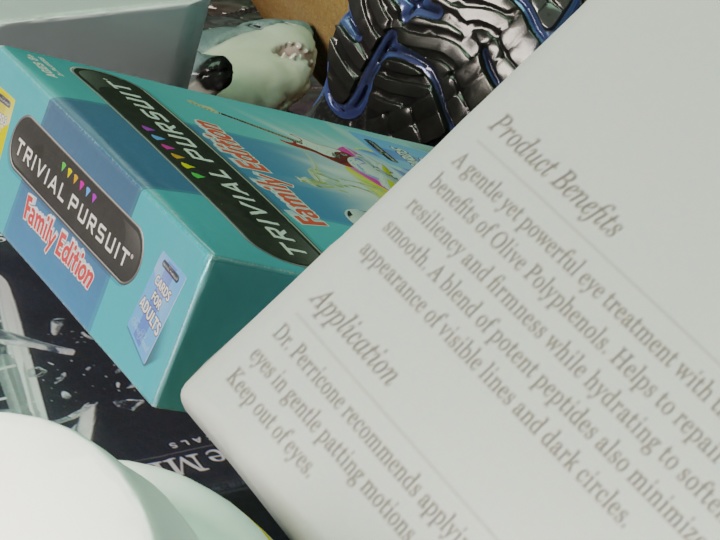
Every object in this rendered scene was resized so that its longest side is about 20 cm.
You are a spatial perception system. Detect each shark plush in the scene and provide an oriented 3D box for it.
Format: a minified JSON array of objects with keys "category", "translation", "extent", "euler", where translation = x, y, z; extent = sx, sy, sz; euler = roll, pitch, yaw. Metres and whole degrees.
[{"category":"shark plush","translation":[-0.116,-0.058,1.147],"extent":[0.199,0.091,0.084],"euler":[-15,44,14]}]

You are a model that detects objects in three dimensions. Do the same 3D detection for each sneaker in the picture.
[{"category":"sneaker","translation":[0.022,-0.063,1.051],"extent":[0.075,0.200,0.078],"euler":[53,31,17]}]

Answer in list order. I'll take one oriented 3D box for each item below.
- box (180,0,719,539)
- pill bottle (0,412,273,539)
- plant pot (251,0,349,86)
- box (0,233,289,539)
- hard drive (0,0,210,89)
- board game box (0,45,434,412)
[{"category":"box","translation":[0.106,0.070,0.659],"extent":[0.171,0.200,0.199],"euler":[-44,43,0]},{"category":"pill bottle","translation":[-0.051,0.112,0.640],"extent":[0.114,0.200,0.115],"euler":[-8,64,18]},{"category":"plant pot","translation":[0.063,-0.104,1.165],"extent":[0.186,0.187,0.200],"euler":[-6,41,-19]},{"category":"box","translation":[-0.121,0.075,0.813],"extent":[0.199,0.124,0.197],"euler":[-11,32,-27]},{"category":"hard drive","translation":[-0.131,-0.018,0.913],"extent":[0.131,0.200,0.027],"euler":[-9,52,-25]},{"category":"board game box","translation":[0.000,0.000,0.814],"extent":[0.199,0.047,0.151],"euler":[12,18,-35]}]
